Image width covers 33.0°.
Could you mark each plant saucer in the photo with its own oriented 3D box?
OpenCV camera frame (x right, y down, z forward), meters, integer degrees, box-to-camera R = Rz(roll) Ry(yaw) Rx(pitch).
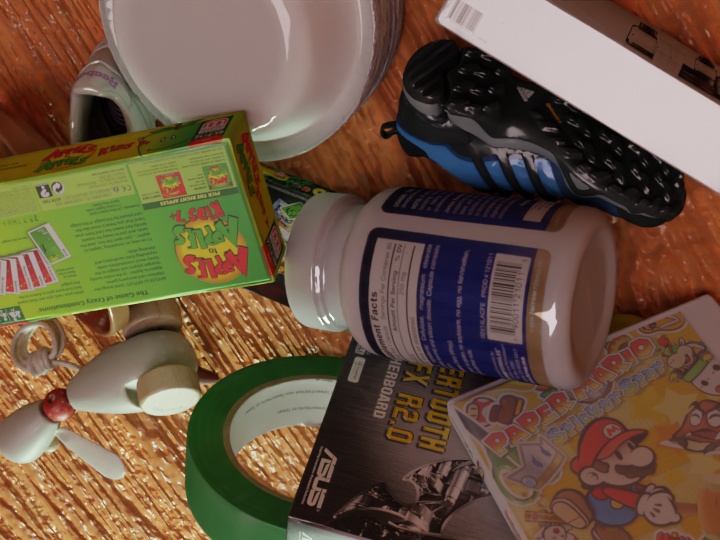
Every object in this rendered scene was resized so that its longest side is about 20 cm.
[{"bbox_3d":[-0.234,-0.041,0.916,0.200,0.032,0.201,42,154,26],"label":"plant saucer"}]

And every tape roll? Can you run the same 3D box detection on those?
[{"bbox_3d":[-0.027,0.139,0.886,0.199,0.201,0.048,15,122,13],"label":"tape roll"}]

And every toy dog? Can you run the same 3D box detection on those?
[{"bbox_3d":[-0.197,0.101,1.001,0.199,0.133,0.096,-11,152,31],"label":"toy dog"}]

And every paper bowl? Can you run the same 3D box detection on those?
[{"bbox_3d":[-0.080,-0.168,0.793,0.200,0.104,0.202,11,122,18],"label":"paper bowl"}]

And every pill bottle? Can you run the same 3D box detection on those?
[{"bbox_3d":[0.057,0.005,0.795,0.199,0.116,0.116,9,121,27],"label":"pill bottle"}]

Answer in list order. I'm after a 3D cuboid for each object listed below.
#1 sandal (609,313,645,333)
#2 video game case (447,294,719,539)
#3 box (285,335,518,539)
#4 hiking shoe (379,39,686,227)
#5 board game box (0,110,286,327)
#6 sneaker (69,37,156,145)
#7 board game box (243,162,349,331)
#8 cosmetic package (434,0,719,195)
[{"bbox_3d":[0.184,0.135,0.870,0.079,0.087,0.201,-4,118,21],"label":"sandal"},{"bbox_3d":[0.180,0.115,0.757,0.199,0.182,0.023,-21,139,-9],"label":"video game case"},{"bbox_3d":[0.052,0.119,0.817,0.158,0.200,0.048,14,135,8],"label":"box"},{"bbox_3d":[0.115,-0.080,0.797,0.199,0.075,0.087,27,151,2],"label":"hiking shoe"},{"bbox_3d":[-0.159,-0.031,0.788,0.199,0.048,0.102,-9,118,12],"label":"board game box"},{"bbox_3d":[-0.182,-0.065,0.892,0.074,0.100,0.201,2,120,10],"label":"sneaker"},{"bbox_3d":[0.000,0.000,0.904,0.199,0.023,0.105,22,123,9],"label":"board game box"},{"bbox_3d":[0.149,-0.128,0.735,0.199,0.083,0.051,32,117,2],"label":"cosmetic package"}]
